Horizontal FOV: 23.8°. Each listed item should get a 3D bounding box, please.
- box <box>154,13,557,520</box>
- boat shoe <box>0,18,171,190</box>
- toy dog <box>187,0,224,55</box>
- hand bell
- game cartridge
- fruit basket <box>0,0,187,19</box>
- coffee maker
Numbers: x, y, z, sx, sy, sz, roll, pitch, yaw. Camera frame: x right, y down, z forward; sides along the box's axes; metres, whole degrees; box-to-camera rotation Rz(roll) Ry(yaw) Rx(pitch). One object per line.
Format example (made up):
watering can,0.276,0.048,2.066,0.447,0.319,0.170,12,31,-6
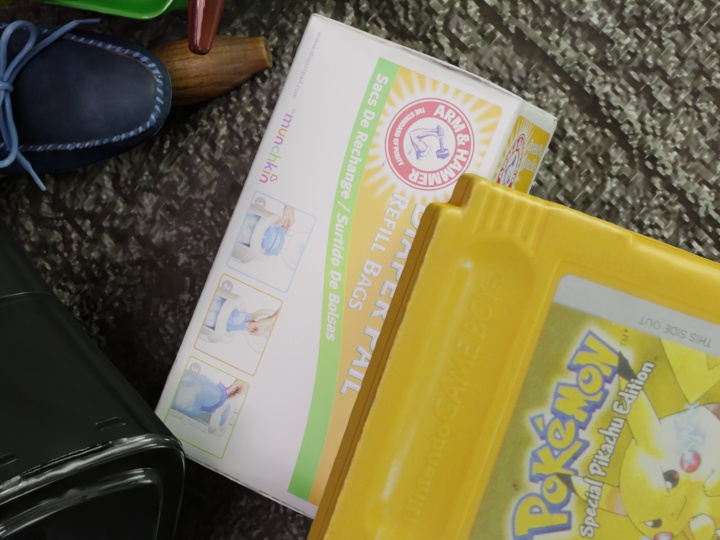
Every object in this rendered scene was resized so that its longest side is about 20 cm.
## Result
box,0.000,0.000,0.772,0.101,0.112,0.201,23,95,14
boat shoe,-0.188,-0.078,0.795,0.198,0.069,0.085,-5,87,-4
toy dog,-0.028,-0.150,0.754,0.132,0.199,0.097,22,115,53
hand bell,-0.142,-0.089,0.864,0.198,0.104,0.105,-14,82,8
game cartridge,0.095,0.071,0.718,0.198,0.032,0.178,18,94,-18
fruit basket,-0.170,-0.189,0.809,0.214,0.215,0.157,12,91,22
coffee maker,-0.177,0.050,0.721,0.134,0.193,0.200,-34,55,-15
